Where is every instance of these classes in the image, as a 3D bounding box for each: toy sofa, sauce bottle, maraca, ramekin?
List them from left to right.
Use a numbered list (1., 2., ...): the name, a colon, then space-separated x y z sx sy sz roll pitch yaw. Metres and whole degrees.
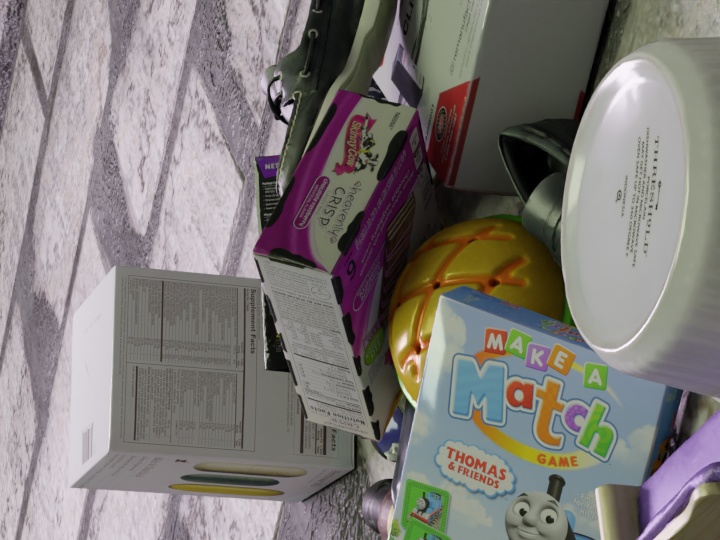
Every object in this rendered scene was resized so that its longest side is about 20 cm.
1. sauce bottle: 0.051 0.172 1.661 0.200 0.064 0.065 -170 86 -74
2. maraca: 0.084 0.046 1.524 0.137 0.107 0.200 -44 40 17
3. ramekin: 0.177 -0.030 1.286 0.202 0.094 0.204 -174 90 -72
4. toy sofa: 0.174 0.111 1.246 0.200 0.097 0.083 123 147 -56

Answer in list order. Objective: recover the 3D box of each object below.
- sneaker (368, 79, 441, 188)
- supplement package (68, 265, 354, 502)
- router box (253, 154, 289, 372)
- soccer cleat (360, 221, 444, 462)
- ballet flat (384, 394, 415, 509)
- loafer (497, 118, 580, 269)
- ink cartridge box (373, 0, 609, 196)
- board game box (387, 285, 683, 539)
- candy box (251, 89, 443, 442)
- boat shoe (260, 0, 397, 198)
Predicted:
1. sneaker: 0.008 -0.104 1.750 0.070 0.108 0.200 -52 11 0
2. supplement package: -0.121 0.095 1.985 0.152 0.199 0.152 140 132 -65
3. router box: -0.024 0.000 1.782 0.200 0.051 0.150 15 -109 -76
4. soccer cleat: 0.050 0.040 1.735 0.083 0.065 0.201 -11 60 32
5. ballet flat: 0.051 0.096 1.608 0.200 0.073 0.073 -81 9 -53
6. loafer: 0.130 -0.027 1.465 0.201 0.070 0.068 -111 32 -54
7. ink cartridge box: 0.081 -0.155 1.635 0.200 0.083 0.145 -118 37 -61
8. board game box: 0.096 0.128 1.432 0.151 0.037 0.201 20 107 27
9. candy box: 0.000 0.000 1.600 0.200 0.061 0.137 75 -144 -55
10. boat shoe: -0.031 -0.124 1.625 0.075 0.066 0.200 75 -151 -60
